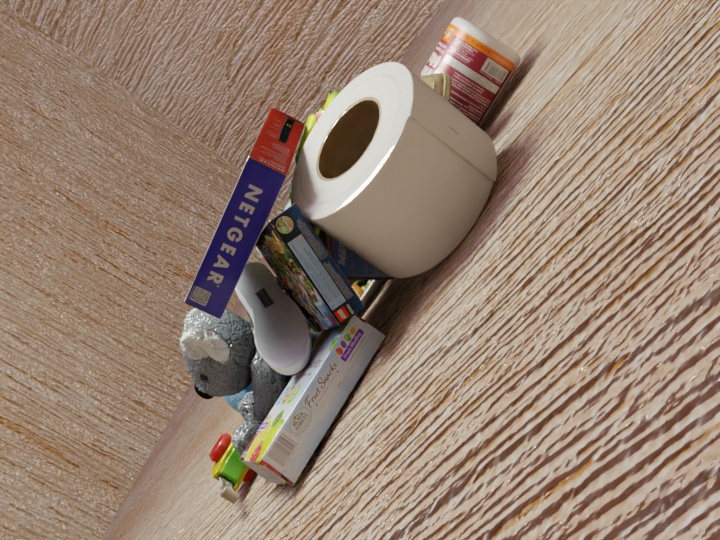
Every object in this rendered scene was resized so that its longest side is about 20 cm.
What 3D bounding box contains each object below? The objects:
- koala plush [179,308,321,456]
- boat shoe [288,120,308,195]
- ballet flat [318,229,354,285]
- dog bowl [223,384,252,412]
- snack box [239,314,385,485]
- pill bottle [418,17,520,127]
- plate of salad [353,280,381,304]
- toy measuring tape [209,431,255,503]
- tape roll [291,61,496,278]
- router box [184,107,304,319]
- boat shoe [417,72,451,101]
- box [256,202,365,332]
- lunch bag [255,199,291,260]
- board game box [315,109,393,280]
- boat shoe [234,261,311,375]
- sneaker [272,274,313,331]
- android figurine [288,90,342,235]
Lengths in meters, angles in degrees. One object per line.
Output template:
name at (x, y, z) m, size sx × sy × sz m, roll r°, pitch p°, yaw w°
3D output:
koala plush at (-0.151, 0.121, 1.465) m, size 0.185 × 0.199 × 0.177 m, roll -55°, pitch 8°, yaw 8°
boat shoe at (-0.071, -0.114, 1.566) m, size 0.065 × 0.071 × 0.204 m, roll -6°, pitch 84°, yaw 39°
ballet flat at (-0.020, -0.033, 1.416) m, size 0.067 × 0.067 × 0.202 m, roll 37°, pitch 120°, yaw 43°
dog bowl at (-0.133, 0.125, 1.698) m, size 0.049 × 0.111 × 0.201 m, roll -14°, pitch 40°, yaw 57°
snack box at (-0.059, 0.152, 1.311) m, size 0.201 × 0.053 × 0.142 m, roll -57°, pitch 9°, yaw -16°
pill bottle at (0.123, -0.231, 1.518) m, size 0.201 × 0.109 × 0.110 m, roll -58°, pitch 7°, yaw 11°
plate of salad at (0.000, 0.000, 1.586) m, size 0.201 × 0.048 × 0.200 m, roll -56°, pitch 7°, yaw 11°
toy measuring tape at (-0.165, 0.257, 1.496) m, size 0.074 × 0.073 × 0.200 m, roll -56°, pitch 8°, yaw -3°
tape roll at (0.035, -0.112, 1.261) m, size 0.202 × 0.138 × 0.204 m, roll -37°, pitch 36°, yaw 32°
router box at (-0.135, -0.071, 1.325) m, size 0.180 × 0.048 × 0.202 m, roll -81°, pitch 17°, yaw -65°
boat shoe at (0.047, -0.210, 1.449) m, size 0.199 × 0.064 × 0.073 m, roll -16°, pitch 62°, yaw 60°
box at (-0.064, 0.003, 1.299) m, size 0.038 × 0.137 × 0.200 m, roll -35°, pitch 1°, yaw -11°
lunch bag at (-0.051, -0.040, 1.768) m, size 0.171 × 0.121 × 0.200 m, roll -55°, pitch 38°, yaw 6°
board game box at (-0.006, -0.090, 1.368) m, size 0.019 × 0.102 × 0.203 m, roll -9°, pitch 82°, yaw 45°
boat shoe at (-0.105, 0.070, 1.380) m, size 0.069 × 0.067 × 0.200 m, roll -30°, pitch 43°, yaw -8°
sneaker at (-0.097, 0.064, 1.580) m, size 0.200 × 0.082 × 0.072 m, roll 63°, pitch -139°, yaw -61°
android figurine at (-0.056, -0.124, 1.436) m, size 0.182 × 0.041 × 0.202 m, roll 87°, pitch -159°, yaw -73°
